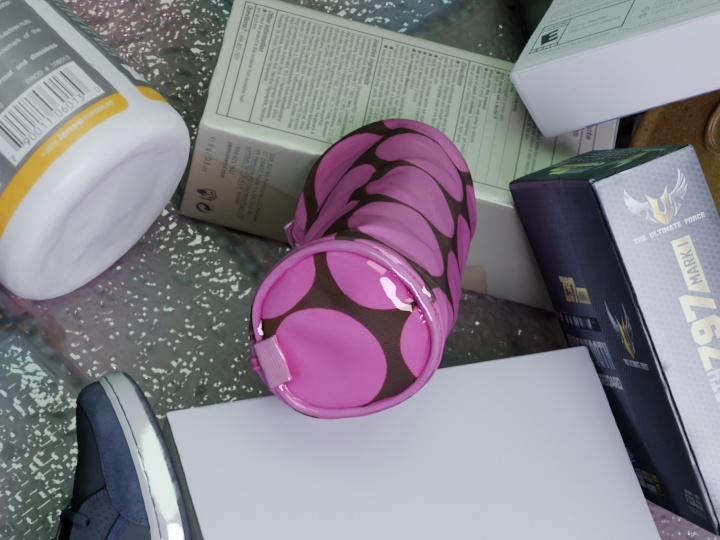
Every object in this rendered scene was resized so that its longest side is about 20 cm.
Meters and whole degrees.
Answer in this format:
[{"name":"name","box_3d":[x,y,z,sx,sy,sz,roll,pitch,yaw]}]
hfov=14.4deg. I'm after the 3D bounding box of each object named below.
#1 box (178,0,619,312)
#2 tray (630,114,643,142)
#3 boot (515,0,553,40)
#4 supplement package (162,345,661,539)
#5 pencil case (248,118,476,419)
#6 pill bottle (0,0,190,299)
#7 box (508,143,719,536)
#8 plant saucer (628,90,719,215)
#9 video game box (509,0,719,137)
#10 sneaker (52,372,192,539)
[{"name":"box","box_3d":[0.020,-0.058,1.395,0.199,0.078,0.095,16,53,-2]},{"name":"tray","box_3d":[0.176,0.015,1.417,0.107,0.022,0.200,13,54,-3]},{"name":"boot","box_3d":[0.074,-0.187,1.502,0.164,0.066,0.200,-3,60,-23]},{"name":"supplement package","box_3d":[0.020,0.138,1.241,0.199,0.111,0.156,-8,58,-19]},{"name":"pencil case","box_3d":[0.000,0.000,1.249,0.093,0.091,0.200,-13,14,10]},{"name":"pill bottle","box_3d":[-0.185,-0.090,1.347,0.116,0.116,0.200,-36,69,-31]},{"name":"box","box_3d":[0.128,0.026,1.245,0.051,0.200,0.158,-20,95,-6]},{"name":"plant saucer","box_3d":[0.189,-0.063,1.346,0.035,0.200,0.201,37,47,-30]},{"name":"video game box","box_3d":[0.188,-0.150,1.359,0.047,0.200,0.182,57,38,-25]},{"name":"sneaker","box_3d":[-0.142,0.148,1.183,0.146,0.077,0.203,-5,86,-13]}]
